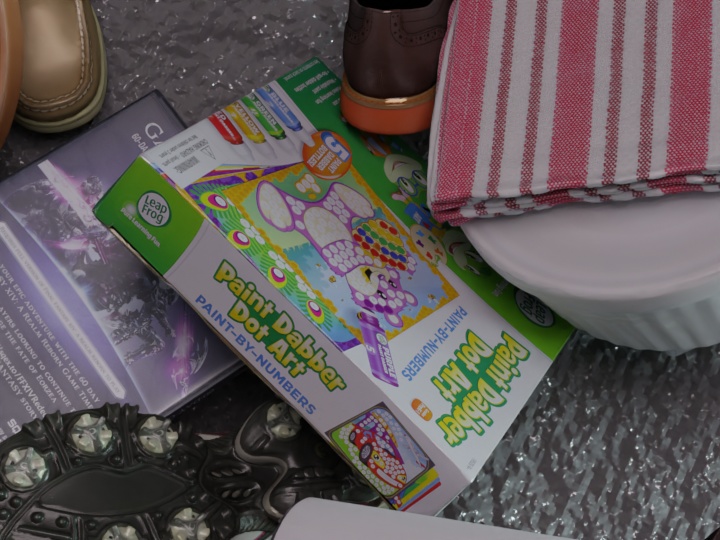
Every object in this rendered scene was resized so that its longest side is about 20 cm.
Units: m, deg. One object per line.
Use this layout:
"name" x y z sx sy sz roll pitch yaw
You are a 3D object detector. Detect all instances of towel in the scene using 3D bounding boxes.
"towel" 0.130 -0.093 0.756 0.200 0.030 0.147 -5 57 23

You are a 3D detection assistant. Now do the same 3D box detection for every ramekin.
"ramekin" 0.149 -0.053 0.798 0.202 0.094 0.203 -12 57 20

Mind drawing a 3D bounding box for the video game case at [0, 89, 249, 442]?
"video game case" -0.138 0.019 0.771 0.200 0.019 0.143 -33 75 -19

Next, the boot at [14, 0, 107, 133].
"boot" -0.182 -0.185 0.849 0.072 0.155 0.200 -13 70 -10

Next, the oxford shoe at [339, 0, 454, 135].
"oxford shoe" 0.030 -0.151 0.865 0.071 0.073 0.200 2 36 5

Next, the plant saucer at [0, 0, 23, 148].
"plant saucer" -0.255 -0.118 0.828 0.200 0.032 0.201 4 101 21

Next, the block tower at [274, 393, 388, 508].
"block tower" -0.022 0.031 0.827 0.058 0.054 0.200 -27 73 -36

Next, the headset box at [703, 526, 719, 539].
"headset box" 0.117 0.226 0.721 0.075 0.149 0.200 36 70 10

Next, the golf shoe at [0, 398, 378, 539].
"golf shoe" -0.082 0.105 0.730 0.200 0.088 0.077 -3 63 -31

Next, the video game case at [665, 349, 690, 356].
"video game case" 0.216 -0.071 0.849 0.200 0.024 0.182 -25 54 11

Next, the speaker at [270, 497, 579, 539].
"speaker" 0.064 0.143 0.646 0.200 0.081 0.081 5 66 22

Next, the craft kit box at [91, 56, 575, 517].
"craft kit box" 0.000 0.000 0.776 0.198 0.049 0.200 46 29 0
